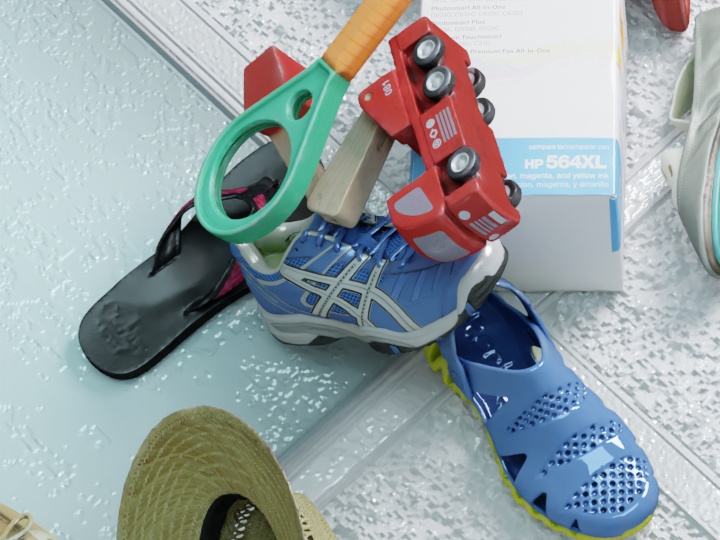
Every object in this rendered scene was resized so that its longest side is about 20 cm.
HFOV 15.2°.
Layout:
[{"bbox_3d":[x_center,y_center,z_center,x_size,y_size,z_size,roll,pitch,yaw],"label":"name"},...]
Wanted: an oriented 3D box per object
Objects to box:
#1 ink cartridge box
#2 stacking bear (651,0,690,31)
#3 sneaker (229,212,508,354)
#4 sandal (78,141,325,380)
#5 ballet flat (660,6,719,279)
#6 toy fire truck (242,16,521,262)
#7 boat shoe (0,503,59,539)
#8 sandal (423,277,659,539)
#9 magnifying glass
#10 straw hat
[{"bbox_3d":[0.102,-0.103,1.667,0.125,0.129,0.201,0,63,8],"label":"ink cartridge box"},{"bbox_3d":[0.112,-0.226,1.747,0.199,0.114,0.122,0,62,12],"label":"stacking bear"},{"bbox_3d":[0.000,0.000,1.601,0.200,0.077,0.076,-8,40,42],"label":"sneaker"},{"bbox_3d":[-0.095,-0.011,1.689,0.075,0.045,0.200,40,73,23],"label":"sandal"},{"bbox_3d":[0.221,-0.080,1.688,0.064,0.067,0.201,-6,57,35],"label":"ballet flat"},{"bbox_3d":[0.009,-0.072,1.572,0.141,0.049,0.200,-34,47,22],"label":"toy fire truck"},{"bbox_3d":[-0.188,0.195,1.578,0.073,0.063,0.200,-43,60,-13],"label":"boat shoe"},{"bbox_3d":[0.102,0.077,1.598,0.079,0.087,0.200,-36,66,-14],"label":"sandal"},{"bbox_3d":[-0.028,-0.101,1.571,0.200,0.022,0.080,-51,43,8],"label":"magnifying glass"},{"bbox_3d":[-0.055,0.176,1.558,0.085,0.201,0.201,-2,53,-39],"label":"straw hat"}]
